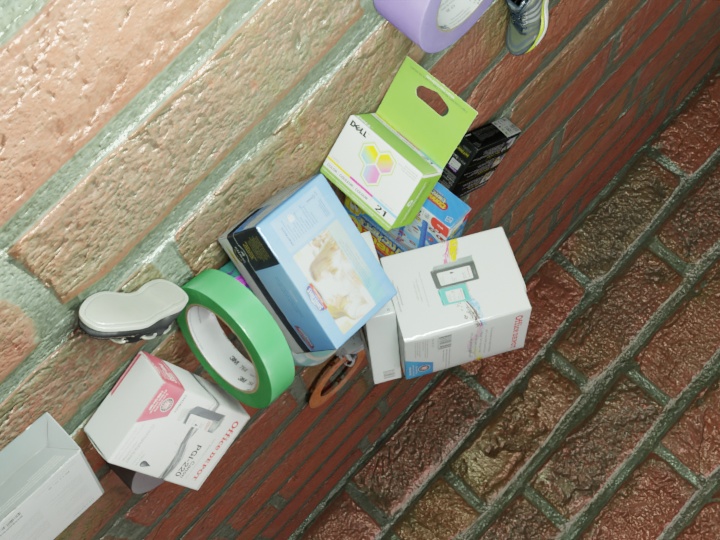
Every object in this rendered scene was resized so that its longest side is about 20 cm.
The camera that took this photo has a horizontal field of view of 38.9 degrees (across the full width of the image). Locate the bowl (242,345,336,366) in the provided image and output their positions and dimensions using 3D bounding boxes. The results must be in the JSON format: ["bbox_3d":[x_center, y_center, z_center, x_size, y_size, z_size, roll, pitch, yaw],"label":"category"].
[{"bbox_3d":[-0.087,0.069,1.616,0.199,0.104,0.204,-23,122,-41],"label":"bowl"}]

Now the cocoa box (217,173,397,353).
[{"bbox_3d":[-0.072,-0.006,1.393,0.133,0.201,0.131,-41,-165,-28],"label":"cocoa box"}]

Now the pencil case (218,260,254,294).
[{"bbox_3d":[-0.128,-0.014,1.495,0.200,0.085,0.092,-41,178,-28],"label":"pencil case"}]

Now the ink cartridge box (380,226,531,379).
[{"bbox_3d":[0.144,0.051,1.567,0.197,0.148,0.147,-14,152,-4],"label":"ink cartridge box"}]

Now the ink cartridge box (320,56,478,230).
[{"bbox_3d":[0.053,-0.186,1.479,0.075,0.147,0.201,-20,146,-57],"label":"ink cartridge box"}]

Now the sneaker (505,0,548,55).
[{"bbox_3d":[0.263,-0.430,1.646,0.080,0.074,0.202,-31,150,-29],"label":"sneaker"}]

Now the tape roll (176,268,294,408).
[{"bbox_3d":[-0.175,0.095,1.405,0.048,0.200,0.202,-39,162,-31],"label":"tape roll"}]

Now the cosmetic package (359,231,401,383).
[{"bbox_3d":[0.018,0.061,1.589,0.051,0.153,0.201,-12,145,-3],"label":"cosmetic package"}]

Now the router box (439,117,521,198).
[{"bbox_3d":[0.227,-0.218,2.039,0.199,0.051,0.150,-28,155,-52],"label":"router box"}]

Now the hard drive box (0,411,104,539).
[{"bbox_3d":[-0.444,0.302,1.384,0.156,0.077,0.201,-42,162,-23],"label":"hard drive box"}]

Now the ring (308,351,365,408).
[{"bbox_3d":[-0.055,0.242,2.396,0.200,0.019,0.201,-46,164,-16],"label":"ring"}]

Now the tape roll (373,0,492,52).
[{"bbox_3d":[0.111,-0.385,1.294,0.200,0.085,0.201,-44,162,-18],"label":"tape roll"}]

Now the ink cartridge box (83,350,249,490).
[{"bbox_3d":[-0.280,0.225,1.498,0.147,0.085,0.199,-53,142,2],"label":"ink cartridge box"}]

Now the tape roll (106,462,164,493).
[{"bbox_3d":[-0.318,0.267,1.663,0.200,0.066,0.201,-45,164,-16],"label":"tape roll"}]

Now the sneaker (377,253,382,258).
[{"bbox_3d":[0.045,-0.090,1.851,0.071,0.073,0.201,-18,146,-5],"label":"sneaker"}]

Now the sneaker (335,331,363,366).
[{"bbox_3d":[-0.008,0.066,1.766,0.201,0.115,0.075,-56,162,20],"label":"sneaker"}]

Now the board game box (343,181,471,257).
[{"bbox_3d":[0.067,-0.089,1.636,0.056,0.199,0.197,-43,163,-27],"label":"board game box"}]

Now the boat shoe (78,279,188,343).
[{"bbox_3d":[-0.288,0.061,1.271,0.061,0.073,0.200,-59,170,19],"label":"boat shoe"}]
